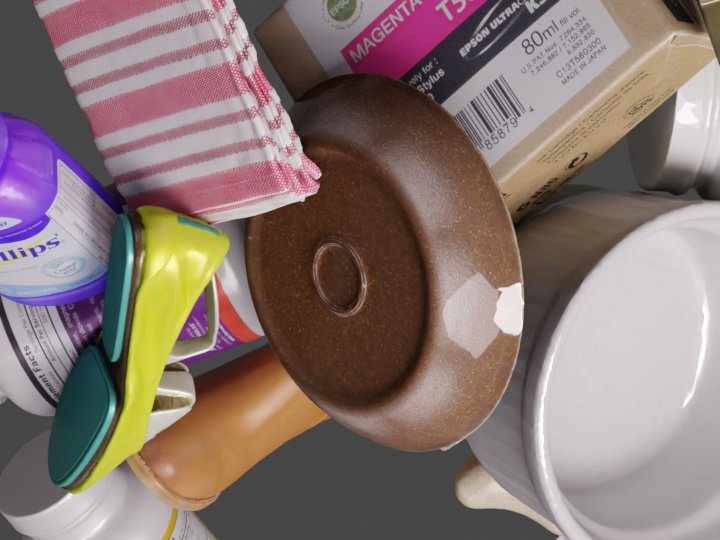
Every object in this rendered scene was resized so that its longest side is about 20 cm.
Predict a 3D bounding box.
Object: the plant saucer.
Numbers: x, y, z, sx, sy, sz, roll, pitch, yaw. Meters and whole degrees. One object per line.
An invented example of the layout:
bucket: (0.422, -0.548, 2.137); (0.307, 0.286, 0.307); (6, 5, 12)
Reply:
plant saucer: (0.000, 0.000, 1.338); (0.037, 0.200, 0.200); (-16, 140, -41)

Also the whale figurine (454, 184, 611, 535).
whale figurine: (0.115, 0.052, 1.502); (0.159, 0.200, 0.104); (15, 168, 1)

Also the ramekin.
ramekin: (0.146, 0.052, 1.382); (0.200, 0.098, 0.201); (-10, 109, -32)

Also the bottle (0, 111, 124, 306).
bottle: (-0.190, -0.043, 1.342); (0.083, 0.065, 0.200); (-10, 156, 15)

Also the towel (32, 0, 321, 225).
towel: (-0.106, -0.118, 1.343); (0.146, 0.030, 0.200); (-10, 107, 51)

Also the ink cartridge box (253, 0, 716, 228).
ink cartridge box: (0.065, -0.121, 1.356); (0.200, 0.165, 0.075); (-42, 160, 25)

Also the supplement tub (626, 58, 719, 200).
supplement tub: (0.253, -0.100, 1.410); (0.200, 0.144, 0.144); (1, 129, -7)

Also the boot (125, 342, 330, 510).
boot: (-0.042, 0.058, 1.497); (0.155, 0.200, 0.074); (-37, 87, 28)

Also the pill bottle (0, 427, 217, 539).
pill bottle: (-0.142, 0.186, 1.626); (0.104, 0.104, 0.200); (-26, 126, 15)

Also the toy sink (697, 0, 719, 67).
toy sink: (0.213, -0.205, 1.285); (0.130, 0.200, 0.112); (-15, 129, 8)

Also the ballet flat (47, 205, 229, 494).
ballet flat: (-0.115, 0.048, 1.400); (0.067, 0.067, 0.200); (2, 131, -22)

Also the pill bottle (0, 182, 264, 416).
pill bottle: (-0.146, 0.013, 1.481); (0.200, 0.112, 0.112); (-21, 128, 12)

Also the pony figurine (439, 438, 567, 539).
pony figurine: (0.168, 0.126, 1.584); (0.193, 0.167, 0.200); (3, 150, -42)
